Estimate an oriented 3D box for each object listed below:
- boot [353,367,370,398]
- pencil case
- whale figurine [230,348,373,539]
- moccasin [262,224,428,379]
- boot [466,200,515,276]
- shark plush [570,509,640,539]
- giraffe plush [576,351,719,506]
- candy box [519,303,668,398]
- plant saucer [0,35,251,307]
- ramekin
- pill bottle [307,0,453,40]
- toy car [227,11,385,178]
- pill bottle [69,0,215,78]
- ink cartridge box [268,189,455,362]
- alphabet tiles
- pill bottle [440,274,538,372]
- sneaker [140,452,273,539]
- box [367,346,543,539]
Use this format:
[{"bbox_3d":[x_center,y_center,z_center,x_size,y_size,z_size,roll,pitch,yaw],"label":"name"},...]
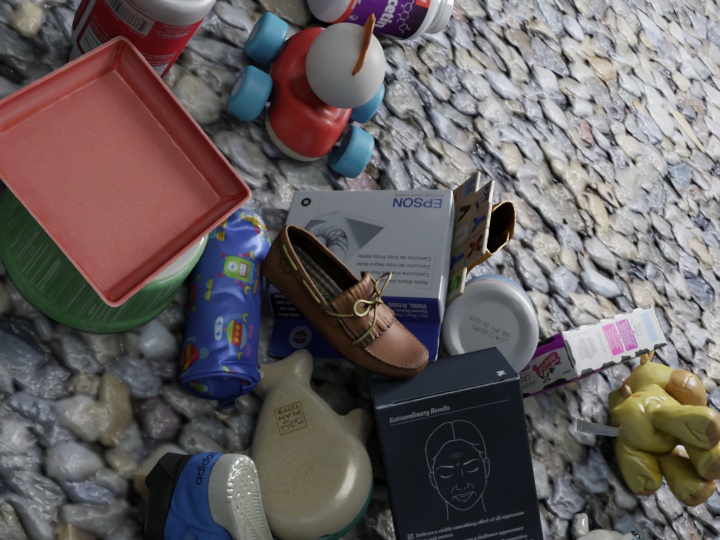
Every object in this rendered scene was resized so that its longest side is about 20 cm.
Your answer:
[{"bbox_3d":[0.093,0.140,1.055,0.198,0.072,0.157,-24,87,-37],"label":"boot"},{"bbox_3d":[-0.137,0.035,0.934,0.085,0.078,0.204,10,62,-18],"label":"pencil case"},{"bbox_3d":[-0.059,0.183,0.918,0.156,0.105,0.202,-20,54,-3],"label":"whale figurine"},{"bbox_3d":[-0.010,0.030,0.912,0.201,0.078,0.073,45,45,13],"label":"moccasin"},{"bbox_3d":[0.136,-0.050,1.118,0.071,0.143,0.202,43,38,-16],"label":"boot"},{"bbox_3d":[0.276,0.380,1.084,0.199,0.090,0.085,-38,122,-46],"label":"shark plush"},{"bbox_3d":[0.411,0.195,1.232,0.197,0.175,0.162,24,37,15],"label":"giraffe plush"},{"bbox_3d":[0.286,0.108,1.171,0.197,0.136,0.062,-12,77,-38],"label":"candy box"},{"bbox_3d":[-0.228,-0.091,0.827,0.201,0.037,0.200,51,49,-7],"label":"plant saucer"},{"bbox_3d":[-0.244,-0.050,0.884,0.197,0.097,0.204,16,60,-29],"label":"ramekin"},{"bbox_3d":[0.030,-0.383,1.235,0.197,0.112,0.115,3,67,-35],"label":"pill bottle"},{"bbox_3d":[-0.027,-0.243,1.069,0.182,0.199,0.180,27,55,-23],"label":"toy car"},{"bbox_3d":[-0.231,-0.259,0.927,0.111,0.199,0.114,15,60,-29],"label":"pill bottle"},{"bbox_3d":[0.000,0.000,0.996,0.041,0.195,0.203,68,26,-55],"label":"ink cartridge box"},{"bbox_3d":[0.089,-0.020,1.047,0.006,0.200,0.169,25,56,-20],"label":"alphabet tiles"},{"bbox_3d":[0.153,0.061,1.061,0.110,0.108,0.200,58,10,2],"label":"pill bottle"},{"bbox_3d":[-0.143,0.259,0.835,0.077,0.109,0.204,-47,133,-58],"label":"sneaker"},{"bbox_3d":[0.096,0.201,0.924,0.145,0.107,0.204,-10,102,-2],"label":"box"}]
